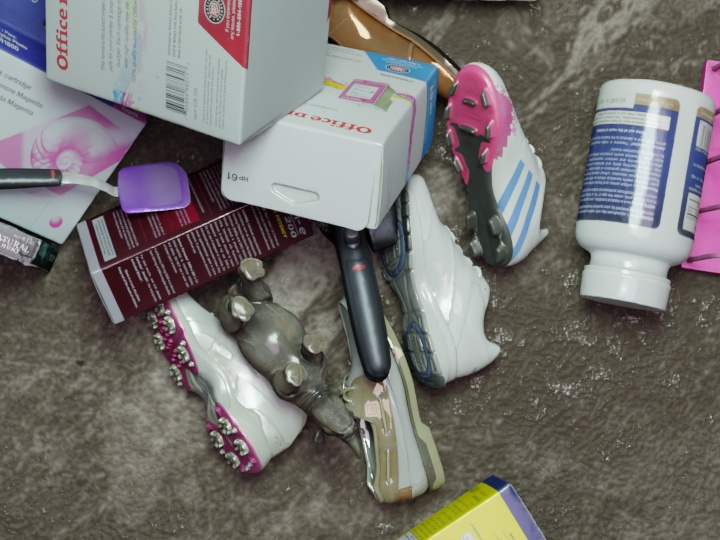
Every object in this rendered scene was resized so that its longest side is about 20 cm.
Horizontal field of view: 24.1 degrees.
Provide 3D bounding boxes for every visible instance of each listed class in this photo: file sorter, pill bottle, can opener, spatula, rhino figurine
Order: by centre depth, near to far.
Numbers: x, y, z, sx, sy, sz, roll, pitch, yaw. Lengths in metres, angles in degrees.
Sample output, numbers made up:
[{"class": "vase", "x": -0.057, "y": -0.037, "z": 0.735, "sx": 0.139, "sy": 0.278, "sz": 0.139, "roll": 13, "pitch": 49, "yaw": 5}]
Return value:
[{"class": "spatula", "x": -0.251, "y": -0.078, "z": 1.497, "sx": 0.198, "sy": 0.021, "sz": 0.057, "roll": 3, "pitch": 51, "yaw": -19}, {"class": "rhino figurine", "x": -0.058, "y": 0.085, "z": 1.508, "sx": 0.060, "sy": 0.087, "sz": 0.201, "roll": -37, "pitch": 86, "yaw": -19}, {"class": "can opener", "x": 0.000, "y": 0.000, "z": 1.515, "sx": 0.078, "sy": 0.063, "sz": 0.202, "roll": -10, "pitch": 72, "yaw": 5}, {"class": "pill bottle", "x": 0.260, "y": -0.068, "z": 1.568, "sx": 0.110, "sy": 0.111, "sz": 0.203, "roll": 11, "pitch": 87, "yaw": -3}, {"class": "file sorter", "x": 0.390, "y": -0.095, "z": 1.571, "sx": 0.137, "sy": 0.125, "sz": 0.203, "roll": 8, "pitch": 87, "yaw": -4}]

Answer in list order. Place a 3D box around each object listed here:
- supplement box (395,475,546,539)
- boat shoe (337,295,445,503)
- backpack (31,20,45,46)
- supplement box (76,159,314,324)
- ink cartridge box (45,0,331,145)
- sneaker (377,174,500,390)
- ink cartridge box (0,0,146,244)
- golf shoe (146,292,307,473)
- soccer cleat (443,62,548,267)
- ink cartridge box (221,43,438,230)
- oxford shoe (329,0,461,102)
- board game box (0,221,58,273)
[{"class": "supplement box", "x": 0.076, "y": 0.289, "z": 1.540, "sx": 0.199, "sy": 0.109, "sz": 0.110, "roll": -33, "pitch": 90, "yaw": -4}, {"class": "boat shoe", "x": 0.014, "y": 0.117, "z": 1.560, "sx": 0.068, "sy": 0.075, "sz": 0.202, "roll": -21, "pitch": 90, "yaw": -10}, {"class": "backpack", "x": -0.338, "y": -0.223, "z": 1.523, "sx": 0.199, "sy": 0.153, "sz": 0.164, "roll": -38, "pitch": 110, "yaw": -18}, {"class": "supplement box", "x": -0.151, "y": -0.037, "z": 1.534, "sx": 0.198, "sy": 0.109, "sz": 0.061, "roll": -24, "pitch": 120, "yaw": -4}, {"class": "ink cartridge box", "x": -0.142, "y": -0.218, "z": 1.391, "sx": 0.198, "sy": 0.145, "sz": 0.147, "roll": 20, "pitch": 124, "yaw": 20}, {"class": "sneaker", "x": 0.072, "y": 0.007, "z": 1.582, "sx": 0.086, "sy": 0.074, "sz": 0.203, "roll": -13, "pitch": 90, "yaw": -24}, {"class": "ink cartridge box", "x": -0.293, "y": -0.141, "z": 1.487, "sx": 0.195, "sy": 0.043, "sz": 0.201, "roll": 25, "pitch": 111, "yaw": -36}, {"class": "golf shoe", "x": -0.124, "y": 0.086, "z": 1.563, "sx": 0.091, "sy": 0.075, "sz": 0.201, "roll": -30, "pitch": 88, "yaw": -27}, {"class": "soccer cleat", "x": 0.130, "y": -0.103, "z": 1.556, "sx": 0.086, "sy": 0.069, "sz": 0.202, "roll": -28, "pitch": 121, "yaw": -35}, {"class": "ink cartridge box", "x": -0.024, "y": -0.124, "z": 1.487, "sx": 0.143, "sy": 0.200, "sz": 0.086, "roll": 12, "pitch": 120, "yaw": 11}, {"class": "oxford shoe", "x": 0.038, "y": -0.193, "z": 1.585, "sx": 0.199, "sy": 0.071, "sz": 0.072, "roll": 37, "pitch": 96, "yaw": 8}, {"class": "board game box", "x": -0.372, "y": -0.051, "z": 1.511, "sx": 0.198, "sy": 0.135, "sz": 0.028, "roll": 24, "pitch": 86, "yaw": -3}]
